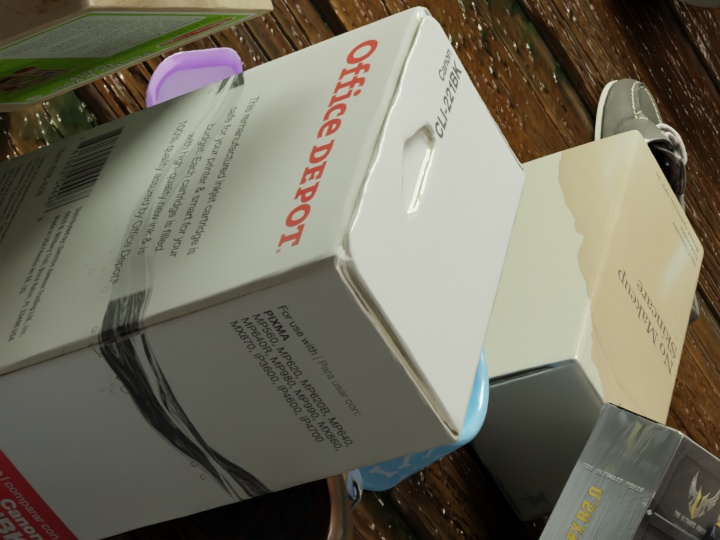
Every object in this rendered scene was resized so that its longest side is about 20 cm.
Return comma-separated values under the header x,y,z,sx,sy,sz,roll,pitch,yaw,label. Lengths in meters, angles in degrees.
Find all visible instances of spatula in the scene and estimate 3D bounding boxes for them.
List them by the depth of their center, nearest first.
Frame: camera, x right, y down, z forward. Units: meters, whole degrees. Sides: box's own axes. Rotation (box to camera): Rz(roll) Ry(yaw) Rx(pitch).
x,y,z,sx,sy,sz,roll,pitch,yaw,label
-0.054,0.006,1.023,0.057,0.021,0.200,-10,85,-46,spatula

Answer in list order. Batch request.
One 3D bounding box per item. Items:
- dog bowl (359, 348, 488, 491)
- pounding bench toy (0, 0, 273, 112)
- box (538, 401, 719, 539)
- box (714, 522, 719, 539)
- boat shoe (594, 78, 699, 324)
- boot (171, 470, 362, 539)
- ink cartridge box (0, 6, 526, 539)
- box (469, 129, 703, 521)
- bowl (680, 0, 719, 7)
x,y,z,sx,sy,sz,roll,pitch,yaw,label
0.000,0.000,1.098,0.111,0.050,0.200,-33,103,-61,dog bowl
-0.102,-0.158,0.849,0.124,0.200,0.156,-11,84,-61,pounding bench toy
0.148,0.171,1.179,0.200,0.048,0.158,33,81,-50,box
0.196,0.193,1.083,0.200,0.041,0.119,-133,-137,-71,box
0.174,-0.038,1.421,0.067,0.057,0.200,46,37,-39,boat shoe
-0.023,0.076,0.898,0.097,0.075,0.200,41,6,-30,boot
-0.054,0.007,0.837,0.084,0.200,0.144,54,33,-28,ink cartridge box
0.114,0.026,1.254,0.095,0.078,0.200,57,31,-28,box
0.201,-0.251,1.561,0.201,0.090,0.201,37,44,-46,bowl
